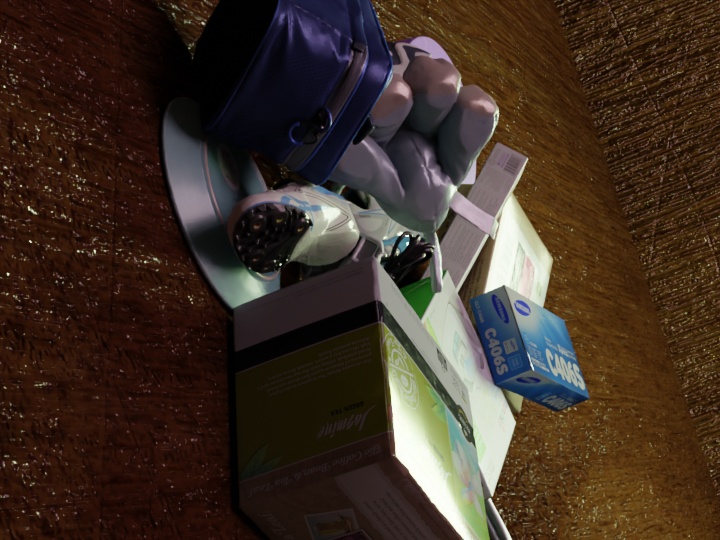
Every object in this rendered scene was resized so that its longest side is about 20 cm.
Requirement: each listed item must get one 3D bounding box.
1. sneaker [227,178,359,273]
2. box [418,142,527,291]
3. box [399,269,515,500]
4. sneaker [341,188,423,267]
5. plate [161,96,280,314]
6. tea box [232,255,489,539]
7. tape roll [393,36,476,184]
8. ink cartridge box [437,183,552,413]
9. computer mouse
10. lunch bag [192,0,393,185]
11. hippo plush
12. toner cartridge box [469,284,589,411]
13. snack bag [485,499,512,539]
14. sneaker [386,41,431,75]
[{"bbox_3d":[-0.064,-0.042,1.463,0.073,0.072,0.200,51,14,15],"label":"sneaker"},{"bbox_3d":[0.114,-0.043,1.863,0.201,0.041,0.039,-61,173,-25],"label":"box"},{"bbox_3d":[0.062,0.119,1.700,0.178,0.096,0.200,65,16,-8],"label":"box"},{"bbox_3d":[0.016,-0.043,1.784,0.087,0.075,0.200,66,16,7],"label":"sneaker"},{"bbox_3d":[-0.106,-0.053,1.484,0.201,0.025,0.201,-90,154,-47],"label":"plate"},{"bbox_3d":[0.001,0.136,1.416,0.200,0.133,0.198,53,24,-45],"label":"tea box"},{"bbox_3d":[0.059,-0.153,1.975,0.200,0.065,0.202,34,52,-57],"label":"tape roll"},{"bbox_3d":[0.136,0.032,1.949,0.165,0.075,0.201,50,47,-51],"label":"ink cartridge box"},{"bbox_3d":[0.000,0.000,1.559,0.044,0.110,0.200,36,2,-19],"label":"computer mouse"},{"bbox_3d":[-0.049,-0.168,1.487,0.132,0.136,0.201,24,27,-23],"label":"lunch bag"},{"bbox_3d":[0.036,-0.122,1.643,0.200,0.159,0.161,45,-1,-29],"label":"hippo plush"},{"bbox_3d":[0.178,0.084,1.860,0.200,0.043,0.096,26,43,-64],"label":"toner cartridge box"},{"bbox_3d":[0.148,0.275,1.798,0.190,0.021,0.200,62,1,-4],"label":"snack bag"},{"bbox_3d":[-0.015,-0.172,1.806,0.080,0.129,0.200,105,7,-53],"label":"sneaker"}]
